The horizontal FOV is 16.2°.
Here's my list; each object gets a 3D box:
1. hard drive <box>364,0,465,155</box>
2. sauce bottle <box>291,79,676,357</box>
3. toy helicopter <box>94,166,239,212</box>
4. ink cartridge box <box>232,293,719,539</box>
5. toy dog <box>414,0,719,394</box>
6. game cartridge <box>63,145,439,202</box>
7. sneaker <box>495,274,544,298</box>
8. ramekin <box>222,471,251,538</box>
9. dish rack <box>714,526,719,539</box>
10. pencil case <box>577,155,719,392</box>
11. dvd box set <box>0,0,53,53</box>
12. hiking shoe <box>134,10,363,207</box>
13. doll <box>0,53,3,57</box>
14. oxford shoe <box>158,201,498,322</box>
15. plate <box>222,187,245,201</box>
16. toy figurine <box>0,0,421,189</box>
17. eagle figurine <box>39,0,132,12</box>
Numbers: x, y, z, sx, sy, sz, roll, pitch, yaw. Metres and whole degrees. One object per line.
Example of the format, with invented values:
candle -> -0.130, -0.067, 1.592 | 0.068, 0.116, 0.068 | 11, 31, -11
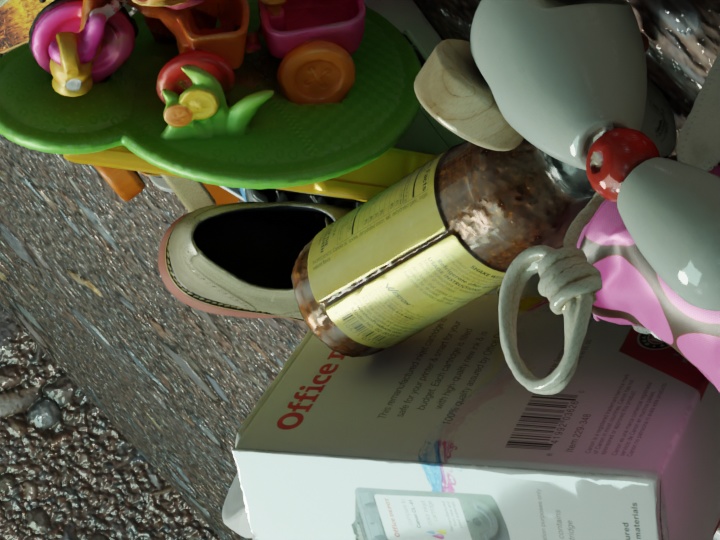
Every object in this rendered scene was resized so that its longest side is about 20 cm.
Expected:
hard drive -> -0.008, -0.113, 1.301 | 0.132, 0.027, 0.200 | 52, 167, -17
sauce bottle -> 0.053, -0.024, 1.099 | 0.200, 0.066, 0.066 | -29, 106, 42
toy helicopter -> -0.153, -0.107, 1.734 | 0.200, 0.079, 0.132 | 51, -179, 38
ink cartridge box -> 0.064, 0.080, 1.157 | 0.200, 0.148, 0.086 | 2, 121, 24
toy dog -> 0.103, -0.054, 0.951 | 0.132, 0.096, 0.200 | -44, 53, 41
game cartridge -> -0.042, -0.052, 1.234 | 0.200, 0.032, 0.176 | 10, -179, -5
sneaker -> 0.102, 0.036, 1.247 | 0.075, 0.087, 0.200 | 37, 162, 47
ramekin -> 0.015, 0.088, 1.462 | 0.094, 0.202, 0.202 | 36, 168, -7
dish rack -> 0.210, 0.161, 1.332 | 0.200, 0.044, 0.172 | 49, 167, -28
pencil case -> 0.178, 0.041, 1.022 | 0.200, 0.091, 0.094 | 44, 131, 26
dvd box set -> -0.167, -0.203, 1.337 | 0.200, 0.029, 0.146 | -12, 107, 52
hiking shoe -> -0.047, -0.073, 1.364 | 0.200, 0.074, 0.087 | 55, -179, -9
doll -> -0.143, -0.100, 1.452 | 0.200, 0.048, 0.136 | 8, -164, -1
oxford shoe -> 0.000, 0.000, 1.290 | 0.075, 0.200, 0.070 | 143, 127, -77
plate -> -0.068, -0.058, 1.549 | 0.200, 0.026, 0.200 | 32, -178, -1
toy figurine -> -0.069, -0.150, 1.086 | 0.150, 0.200, 0.184 | -101, 10, -48
eagle figurine -> -0.161, -0.197, 1.172 | 0.200, 0.151, 0.152 | -36, 73, 61
